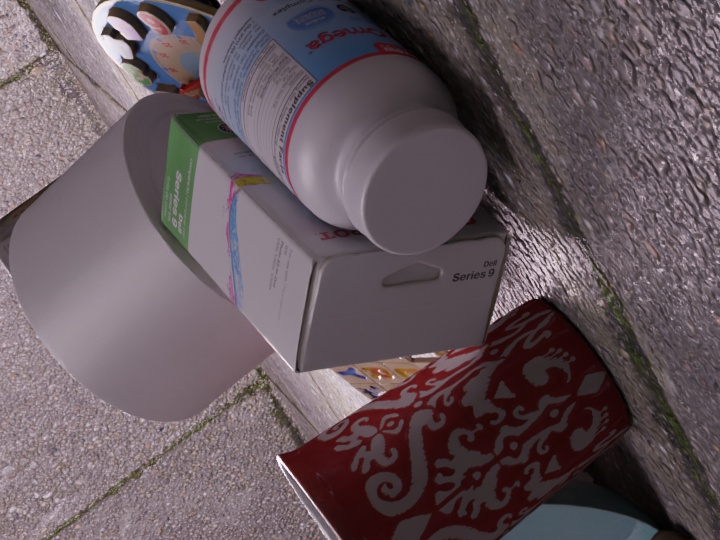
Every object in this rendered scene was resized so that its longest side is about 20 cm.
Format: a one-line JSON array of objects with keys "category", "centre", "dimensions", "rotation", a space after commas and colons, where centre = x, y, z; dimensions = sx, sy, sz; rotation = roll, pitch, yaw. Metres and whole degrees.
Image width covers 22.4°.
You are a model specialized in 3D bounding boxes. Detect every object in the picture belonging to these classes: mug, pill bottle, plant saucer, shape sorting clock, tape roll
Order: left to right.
[{"category": "tape roll", "centre": [-0.136, -0.010, 1.333], "dimensions": [0.202, 0.139, 0.203], "rotation": [35, -147, -27]}, {"category": "shape sorting clock", "centre": [-0.109, -0.146, 1.356], "dimensions": [0.199, 0.039, 0.200], "rotation": [19, 165, 5]}, {"category": "pill bottle", "centre": [-0.010, -0.093, 1.084], "dimensions": [0.200, 0.109, 0.109], "rotation": [46, 168, 46]}, {"category": "mug", "centre": [0.055, 0.108, 1.194], "dimensions": [0.178, 0.200, 0.134], "rotation": [44, 167, 54]}, {"category": "plant saucer", "centre": [0.125, 0.193, 1.307], "dimensions": [0.200, 0.199, 0.036], "rotation": [68, -161, -57]}]

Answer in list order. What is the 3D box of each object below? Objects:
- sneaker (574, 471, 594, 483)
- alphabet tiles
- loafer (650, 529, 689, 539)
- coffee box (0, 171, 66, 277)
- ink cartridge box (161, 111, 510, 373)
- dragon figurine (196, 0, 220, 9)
[{"category": "sneaker", "centre": [0.122, 0.164, 1.362], "dimensions": [0.200, 0.081, 0.076], "rotation": [41, 171, -27]}, {"category": "alphabet tiles", "centre": [0.048, 0.085, 1.393], "dimensions": [0.167, 0.008, 0.200], "rotation": [-4, 146, 45]}, {"category": "loafer", "centre": [0.243, 0.268, 1.212], "dimensions": [0.200, 0.067, 0.076], "rotation": [52, 171, 22]}, {"category": "coffee box", "centre": [-0.207, -0.053, 1.509], "dimensions": [0.080, 0.200, 0.114], "rotation": [56, 172, -17]}, {"category": "ink cartridge box", "centre": [-0.021, -0.027, 1.167], "dimensions": [0.200, 0.145, 0.088], "rotation": [42, 131, 47]}, {"category": "dragon figurine", "centre": [-0.140, -0.248, 1.371], "dimensions": [0.200, 0.059, 0.099], "rotation": [53, 170, -16]}]
